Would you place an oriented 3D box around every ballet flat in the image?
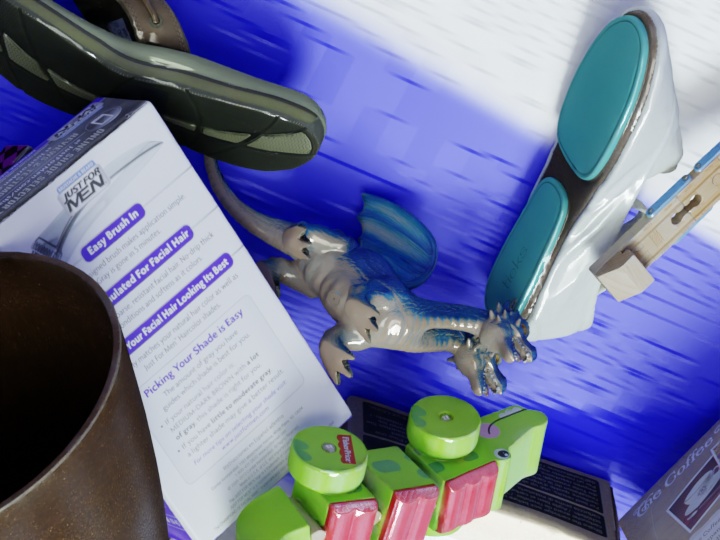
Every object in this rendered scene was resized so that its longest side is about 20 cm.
[{"bbox_3d":[0.127,-0.048,1.329,0.069,0.069,0.200,18,120,-10],"label":"ballet flat"}]

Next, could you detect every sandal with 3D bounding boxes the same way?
[{"bbox_3d":[-0.110,-0.108,1.291,0.201,0.057,0.080,21,155,-12],"label":"sandal"}]

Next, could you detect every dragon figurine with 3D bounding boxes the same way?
[{"bbox_3d":[0.000,0.000,1.339,0.200,0.099,0.059,42,124,23],"label":"dragon figurine"}]

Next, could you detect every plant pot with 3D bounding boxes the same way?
[{"bbox_3d":[-0.163,0.127,1.193,0.187,0.187,0.200,-17,129,7],"label":"plant pot"}]

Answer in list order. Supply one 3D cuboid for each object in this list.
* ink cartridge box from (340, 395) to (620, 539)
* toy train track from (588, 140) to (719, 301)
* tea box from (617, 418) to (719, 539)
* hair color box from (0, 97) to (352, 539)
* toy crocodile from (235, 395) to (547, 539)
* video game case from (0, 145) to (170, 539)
[{"bbox_3d":[0.032,0.190,1.438,0.164,0.075,0.200,19,114,-9],"label":"ink cartridge box"},{"bbox_3d":[0.200,-0.056,1.302,0.200,0.033,0.115,-43,130,1],"label":"toy train track"},{"bbox_3d":[0.282,0.148,1.374,0.197,0.134,0.200,39,101,-19],"label":"tea box"},{"bbox_3d":[-0.104,0.026,1.274,0.109,0.065,0.200,-41,115,-21],"label":"hair color box"},{"bbox_3d":[0.018,0.113,1.298,0.200,0.062,0.068,-13,130,-36],"label":"toy crocodile"},{"bbox_3d":[-0.163,0.069,1.299,0.200,0.036,0.181,47,69,-25],"label":"video game case"}]
